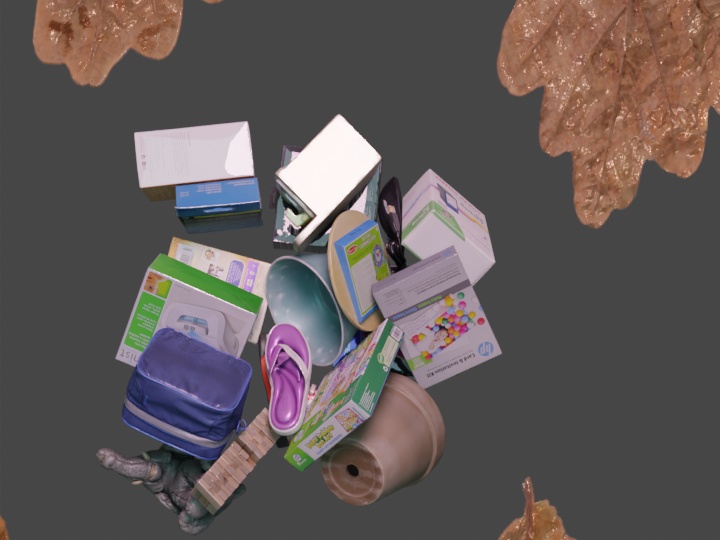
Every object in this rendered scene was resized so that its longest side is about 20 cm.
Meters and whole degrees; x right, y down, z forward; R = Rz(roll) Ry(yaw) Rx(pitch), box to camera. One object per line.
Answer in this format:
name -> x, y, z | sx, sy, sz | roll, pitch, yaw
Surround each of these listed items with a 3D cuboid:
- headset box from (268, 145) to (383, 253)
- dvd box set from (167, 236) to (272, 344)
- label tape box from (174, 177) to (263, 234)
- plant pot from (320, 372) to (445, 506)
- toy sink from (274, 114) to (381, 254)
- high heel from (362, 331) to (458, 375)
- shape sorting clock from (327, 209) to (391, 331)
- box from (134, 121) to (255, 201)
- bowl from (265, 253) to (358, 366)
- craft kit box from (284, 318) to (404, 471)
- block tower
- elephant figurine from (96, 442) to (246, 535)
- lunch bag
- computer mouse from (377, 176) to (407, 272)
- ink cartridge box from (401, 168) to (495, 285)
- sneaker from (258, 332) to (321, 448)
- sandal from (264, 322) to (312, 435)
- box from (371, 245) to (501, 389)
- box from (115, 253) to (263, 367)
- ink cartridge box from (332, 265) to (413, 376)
headset box -> -0.067, -0.121, 1.521 | 0.195, 0.093, 0.178 | 5, 83, -4
dvd box set -> -0.260, 0.037, 1.514 | 0.196, 0.029, 0.149 | 14, 83, -4
label tape box -> -0.241, -0.117, 1.450 | 0.140, 0.200, 0.068 | -6, 81, -6
plant pot -> 0.021, 0.293, 1.397 | 0.196, 0.173, 0.205 | 8, 108, 25
toy sink -> -0.074, -0.143, 1.412 | 0.112, 0.130, 0.200 | 43, 83, 1
high heel -> 0.104, 0.111, 1.476 | 0.196, 0.067, 0.098 | 19, 93, -10
shape sorting clock -> 0.000, 0.000, 1.404 | 0.039, 0.199, 0.205 | -7, 82, 28
box -> -0.288, -0.191, 1.493 | 0.195, 0.124, 0.100 | -7, 84, -6
bowl -> -0.065, 0.052, 1.467 | 0.104, 0.200, 0.203 | -28, 85, -39
craft kit box -> -0.024, 0.199, 1.355 | 0.048, 0.198, 0.201 | 36, 38, -7
block tower -> -0.195, 0.307, 1.368 | 0.054, 0.058, 0.200 | 42, 40, 3
elephant figurine -> -0.319, 0.344, 1.430 | 0.197, 0.157, 0.142 | 17, 44, 22
lunch bag -> -0.270, 0.205, 1.346 | 0.197, 0.136, 0.134 | 25, 121, 0
computer mouse -> 0.051, -0.089, 1.491 | 0.045, 0.141, 0.204 | -8, 65, 7
ink cartridge box -> 0.148, -0.072, 1.467 | 0.145, 0.201, 0.088 | 39, 111, -14
sneaker -> -0.115, 0.203, 1.490 | 0.106, 0.067, 0.206 | -11, 88, -5
sandal -> -0.121, 0.171, 1.402 | 0.081, 0.050, 0.206 | -9, 57, 3
box -> 0.127, 0.081, 1.400 | 0.153, 0.041, 0.202 | -24, 113, 7
box -> -0.290, 0.098, 1.441 | 0.197, 0.097, 0.179 | 24, 104, -5
ink cartridge box -> 0.049, 0.091, 1.532 | 0.195, 0.043, 0.203 | 1, 84, -5
